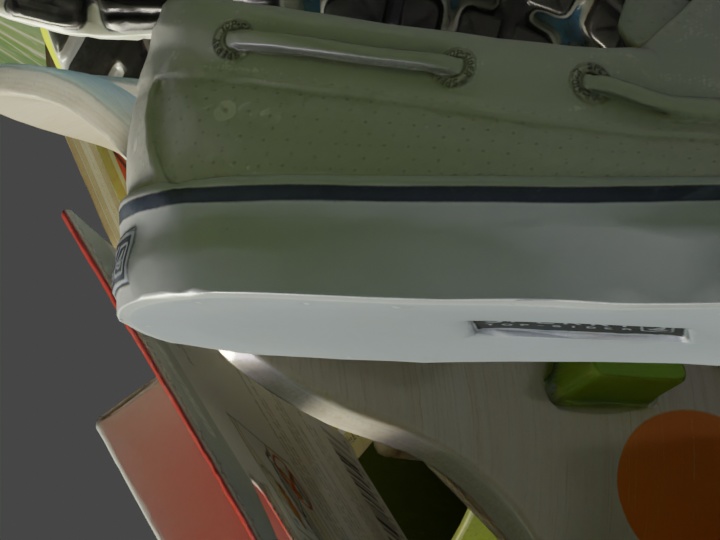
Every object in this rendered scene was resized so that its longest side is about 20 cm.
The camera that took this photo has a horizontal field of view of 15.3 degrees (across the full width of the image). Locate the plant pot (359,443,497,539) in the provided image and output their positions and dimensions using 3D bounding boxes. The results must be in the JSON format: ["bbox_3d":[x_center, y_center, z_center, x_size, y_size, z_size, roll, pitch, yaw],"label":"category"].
[{"bbox_3d":[0.087,0.076,1.131,0.200,0.187,0.187,16,-175,-30],"label":"plant pot"}]

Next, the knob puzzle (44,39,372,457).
[{"bbox_3d":[-0.037,-0.040,0.946,0.220,0.030,0.220,40,-152,-26],"label":"knob puzzle"}]

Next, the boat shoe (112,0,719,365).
[{"bbox_3d":[0.060,-0.029,0.453,0.202,0.086,0.075,1,167,7],"label":"boat shoe"}]

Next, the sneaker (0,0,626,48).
[{"bbox_3d":[-0.002,-0.067,0.592,0.200,0.078,0.090,30,-162,3],"label":"sneaker"}]

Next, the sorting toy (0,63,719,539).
[{"bbox_3d":[0.000,0.000,0.644,0.180,0.107,0.200,17,-161,-45],"label":"sorting toy"}]

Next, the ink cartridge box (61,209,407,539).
[{"bbox_3d":[-0.003,0.098,0.613,0.200,0.044,0.174,57,-173,30],"label":"ink cartridge box"}]

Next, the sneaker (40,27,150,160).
[{"bbox_3d":[-0.029,-0.052,0.875,0.200,0.078,0.090,34,-178,-27],"label":"sneaker"}]
